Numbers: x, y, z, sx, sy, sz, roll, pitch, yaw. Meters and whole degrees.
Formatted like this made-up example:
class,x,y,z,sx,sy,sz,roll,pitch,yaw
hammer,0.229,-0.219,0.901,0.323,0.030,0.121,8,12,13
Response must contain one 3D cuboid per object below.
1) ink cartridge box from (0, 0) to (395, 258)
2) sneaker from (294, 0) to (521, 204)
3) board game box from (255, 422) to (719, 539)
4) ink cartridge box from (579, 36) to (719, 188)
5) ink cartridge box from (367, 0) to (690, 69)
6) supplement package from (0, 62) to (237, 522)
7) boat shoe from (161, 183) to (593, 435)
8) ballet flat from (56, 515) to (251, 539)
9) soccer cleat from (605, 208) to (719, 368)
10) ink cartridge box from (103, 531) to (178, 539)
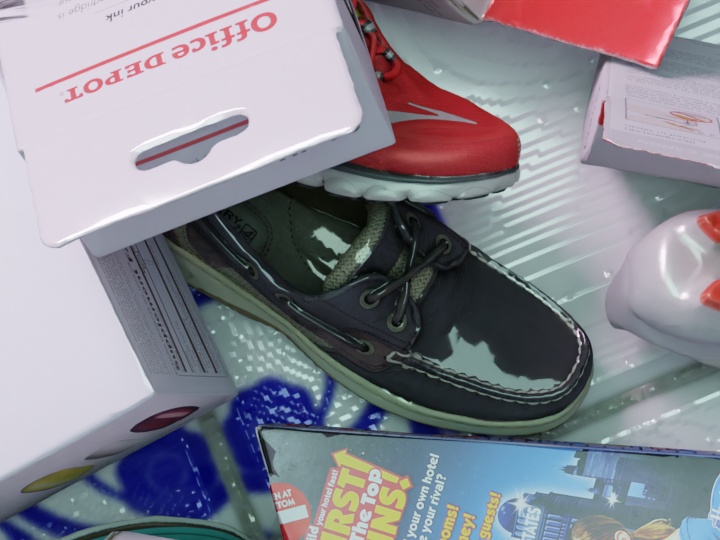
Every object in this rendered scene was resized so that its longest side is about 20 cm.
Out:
class,x,y,z,sx,sy,sz,roll,pitch,yaw
ink cartridge box,-0.062,-0.084,0.809,0.116,0.068,0.200,-21,52,6
sneaker,-0.023,-0.092,0.893,0.200,0.077,0.085,30,118,20
board game box,0.042,0.138,0.891,0.200,0.062,0.200,18,87,7
ink cartridge box,0.162,-0.036,0.851,0.161,0.200,0.050,11,110,3
ink cartridge box,0.078,-0.190,0.907,0.176,0.045,0.200,19,80,42
supplement package,-0.176,0.024,0.873,0.200,0.111,0.156,-28,81,10
boat shoe,0.000,0.000,0.910,0.200,0.065,0.072,29,68,6
ballet flat,-0.128,0.146,0.886,0.200,0.069,0.069,-21,80,-33
soccer cleat,0.192,0.015,0.911,0.200,0.078,0.069,11,72,-17
ink cartridge box,-0.040,0.203,0.819,0.144,0.084,0.200,8,99,7
